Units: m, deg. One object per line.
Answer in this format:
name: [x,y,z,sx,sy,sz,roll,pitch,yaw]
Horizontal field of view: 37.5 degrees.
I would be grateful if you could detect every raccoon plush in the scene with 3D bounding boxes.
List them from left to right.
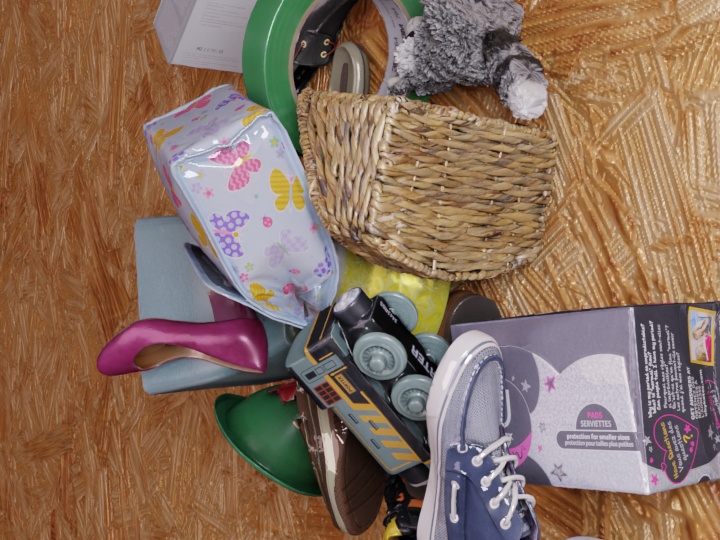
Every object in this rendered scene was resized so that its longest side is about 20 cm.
raccoon plush: [0.082,-0.169,0.942,0.135,0.095,0.202,117,154,-43]

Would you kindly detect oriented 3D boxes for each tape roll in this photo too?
tape roll: [-0.016,-0.202,1.016,0.048,0.198,0.204,27,113,52]

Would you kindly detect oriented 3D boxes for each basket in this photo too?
basket: [0.049,-0.070,0.920,0.148,0.198,0.145,16,98,53]

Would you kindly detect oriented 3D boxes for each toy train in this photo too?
toy train: [0.027,0.104,0.912,0.113,0.201,0.086,-28,24,29]

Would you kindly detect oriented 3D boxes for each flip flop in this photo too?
flip flop: [-0.031,-0.149,1.163,0.081,0.057,0.204,22,109,53]

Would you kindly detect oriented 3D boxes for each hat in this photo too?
hat: [-0.047,0.129,1.155,0.177,0.164,0.200,-57,32,11]

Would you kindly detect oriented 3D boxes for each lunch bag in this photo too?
lunch bag: [-0.106,-0.048,0.967,0.202,0.126,0.170,64,170,-27]

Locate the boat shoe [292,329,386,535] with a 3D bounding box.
boat shoe: [-0.026,0.148,1.008,0.074,0.074,0.206,6,106,42]

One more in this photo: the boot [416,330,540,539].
boot: [0.098,0.149,0.785,0.090,0.072,0.203,29,126,42]

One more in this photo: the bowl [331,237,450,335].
bowl: [0.000,0.000,1.036,0.200,0.106,0.204,-171,90,-69]

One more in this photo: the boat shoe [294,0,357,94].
boat shoe: [-0.049,-0.260,1.186,0.063,0.073,0.201,52,131,4]

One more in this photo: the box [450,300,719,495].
box: [0.174,0.097,0.818,0.199,0.113,0.135,-10,83,56]

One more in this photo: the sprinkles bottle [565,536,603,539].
sprinkles bottle: [0.174,0.322,0.866,0.068,0.067,0.203,30,115,51]

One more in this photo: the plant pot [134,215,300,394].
plant pot: [-0.112,0.029,1.185,0.198,0.195,0.199,-9,83,41]

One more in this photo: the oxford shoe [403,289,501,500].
oxford shoe: [0.082,0.116,1.003,0.071,0.070,0.203,-147,72,-72]

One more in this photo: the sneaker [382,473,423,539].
sneaker: [0.051,0.231,1.024,0.201,0.089,0.071,52,131,41]

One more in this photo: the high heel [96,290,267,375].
high heel: [-0.186,0.091,1.081,0.198,0.067,0.097,-27,65,22]

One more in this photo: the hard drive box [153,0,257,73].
hard drive box: [-0.131,-0.330,1.223,0.201,0.154,0.077,-56,47,39]
